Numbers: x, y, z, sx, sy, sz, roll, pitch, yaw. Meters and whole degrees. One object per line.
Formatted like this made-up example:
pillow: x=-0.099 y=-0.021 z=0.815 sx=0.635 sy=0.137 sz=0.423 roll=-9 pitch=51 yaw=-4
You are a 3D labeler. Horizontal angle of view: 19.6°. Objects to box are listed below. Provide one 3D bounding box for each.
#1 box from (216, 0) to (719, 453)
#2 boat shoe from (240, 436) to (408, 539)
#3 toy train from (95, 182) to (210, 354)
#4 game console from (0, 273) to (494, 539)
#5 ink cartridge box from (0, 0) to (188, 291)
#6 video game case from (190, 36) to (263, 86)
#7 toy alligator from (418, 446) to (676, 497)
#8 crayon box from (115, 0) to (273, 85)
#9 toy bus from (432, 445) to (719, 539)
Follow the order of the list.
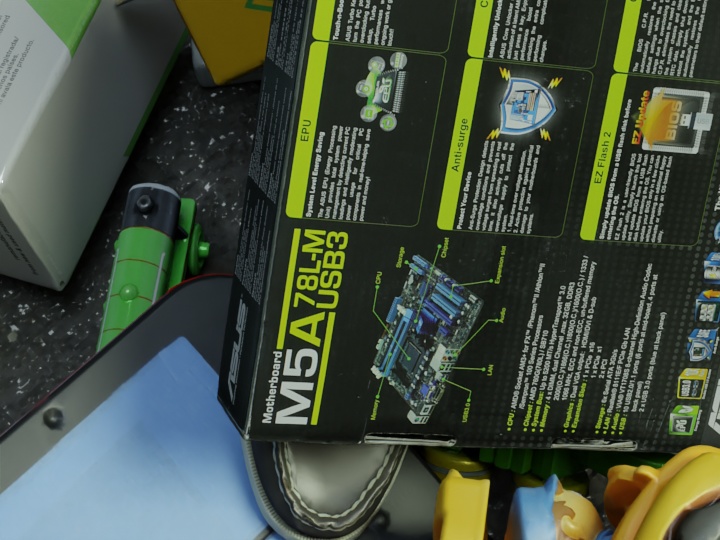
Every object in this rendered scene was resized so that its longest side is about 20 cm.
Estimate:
box: x=0.059 y=-0.038 z=0.703 sx=0.191 sy=0.202 sz=0.048 roll=3 pitch=18 yaw=-17
boat shoe: x=0.000 y=0.000 z=0.763 sx=0.071 sy=0.061 sz=0.203 roll=12 pitch=78 yaw=-11
toy train: x=-0.094 y=0.054 z=0.827 sx=0.041 sy=0.057 sz=0.202 roll=3 pitch=64 yaw=9
game console: x=-0.060 y=0.116 z=0.761 sx=0.177 sy=0.031 sz=0.200 roll=46 pitch=65 yaw=6
ink cartridge box: x=-0.193 y=-0.093 z=0.889 sx=0.198 sy=0.084 sz=0.146 roll=14 pitch=65 yaw=21
video game case: x=0.007 y=-0.184 z=0.955 sx=0.180 sy=0.023 sz=0.202 roll=-8 pitch=63 yaw=3
toy alligator: x=0.038 y=0.046 z=0.822 sx=0.198 sy=0.060 sz=0.054 roll=16 pitch=22 yaw=21
crayon box: x=0.013 y=-0.135 z=0.818 sx=0.125 sy=0.199 sz=0.052 roll=-35 pitch=101 yaw=-44
toy bus: x=0.055 y=0.137 z=0.719 sx=0.191 sy=0.136 sz=0.201 roll=23 pitch=67 yaw=16
